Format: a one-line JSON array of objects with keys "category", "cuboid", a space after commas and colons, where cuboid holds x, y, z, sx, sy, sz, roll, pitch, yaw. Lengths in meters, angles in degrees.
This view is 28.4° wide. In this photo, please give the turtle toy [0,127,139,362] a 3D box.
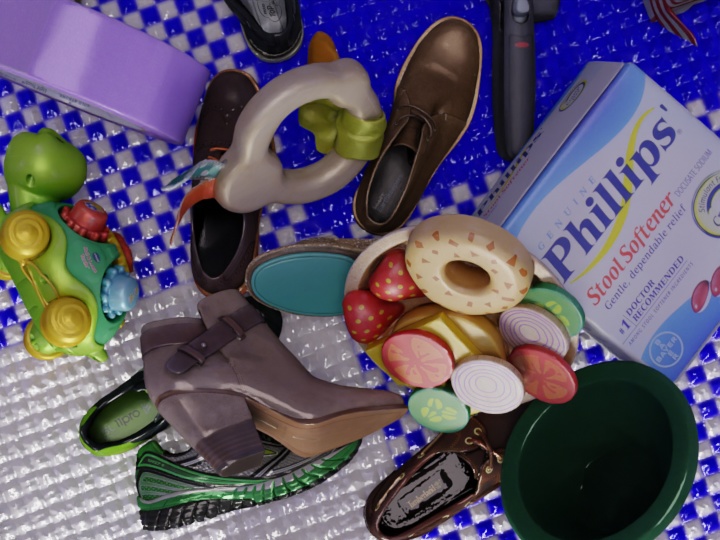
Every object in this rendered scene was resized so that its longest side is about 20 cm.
[{"category": "turtle toy", "cuboid": [-0.247, -0.018, 1.170, 0.101, 0.146, 0.200, -25, 91, -23]}]

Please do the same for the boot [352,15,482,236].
[{"category": "boot", "cuboid": [0.053, -0.123, 1.199, 0.073, 0.075, 0.200, 23, 88, 1]}]

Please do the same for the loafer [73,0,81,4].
[{"category": "loafer", "cuboid": [-0.233, -0.308, 1.197, 0.068, 0.076, 0.200, 23, 99, -2]}]

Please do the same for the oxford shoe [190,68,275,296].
[{"category": "oxford shoe", "cuboid": [-0.109, -0.078, 1.189, 0.071, 0.073, 0.201, -1, 79, 1]}]

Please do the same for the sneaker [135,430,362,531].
[{"category": "sneaker", "cuboid": [-0.095, 0.156, 1.193, 0.199, 0.078, 0.085, -14, 85, -3]}]

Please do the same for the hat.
[{"category": "hat", "cuboid": [0.224, 0.189, 1.181, 0.200, 0.176, 0.166, -31, 49, 24]}]

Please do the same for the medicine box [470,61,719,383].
[{"category": "medicine box", "cuboid": [0.219, -0.041, 1.170, 0.200, 0.103, 0.182, 37, 89, -14]}]

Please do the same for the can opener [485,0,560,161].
[{"category": "can opener", "cuboid": [0.132, -0.192, 1.206, 0.078, 0.063, 0.201, 2, 89, -2]}]

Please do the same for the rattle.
[{"category": "rattle", "cuboid": [-0.091, -0.118, 1.149, 0.200, 0.130, 0.143, -30, 65, -4]}]

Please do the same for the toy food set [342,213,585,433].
[{"category": "toy food set", "cuboid": [0.081, 0.044, 1.131, 0.200, 0.049, 0.198, -28, 116, 37]}]

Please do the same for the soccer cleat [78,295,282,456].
[{"category": "soccer cleat", "cuboid": [-0.148, 0.092, 1.189, 0.200, 0.081, 0.068, -36, 91, -4]}]

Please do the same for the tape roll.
[{"category": "tape roll", "cuboid": [-0.223, -0.166, 1.130, 0.200, 0.200, 0.066, 22, 90, -1]}]

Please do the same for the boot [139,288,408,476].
[{"category": "boot", "cuboid": [-0.075, 0.080, 1.147, 0.200, 0.070, 0.146, -11, 59, -33]}]

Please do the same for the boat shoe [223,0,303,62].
[{"category": "boat shoe", "cuboid": [-0.100, -0.275, 1.199, 0.074, 0.066, 0.200, -15, 90, -1]}]

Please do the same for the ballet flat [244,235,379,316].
[{"category": "ballet flat", "cuboid": [0.000, 0.000, 1.199, 0.199, 0.065, 0.071, 3, 118, -12]}]

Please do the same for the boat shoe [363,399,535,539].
[{"category": "boat shoe", "cuboid": [0.090, 0.163, 1.201, 0.200, 0.070, 0.070, -41, 89, -2]}]

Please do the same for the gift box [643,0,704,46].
[{"category": "gift box", "cuboid": [0.297, -0.301, 1.151, 0.186, 0.185, 0.201, -18, 84, -3]}]
